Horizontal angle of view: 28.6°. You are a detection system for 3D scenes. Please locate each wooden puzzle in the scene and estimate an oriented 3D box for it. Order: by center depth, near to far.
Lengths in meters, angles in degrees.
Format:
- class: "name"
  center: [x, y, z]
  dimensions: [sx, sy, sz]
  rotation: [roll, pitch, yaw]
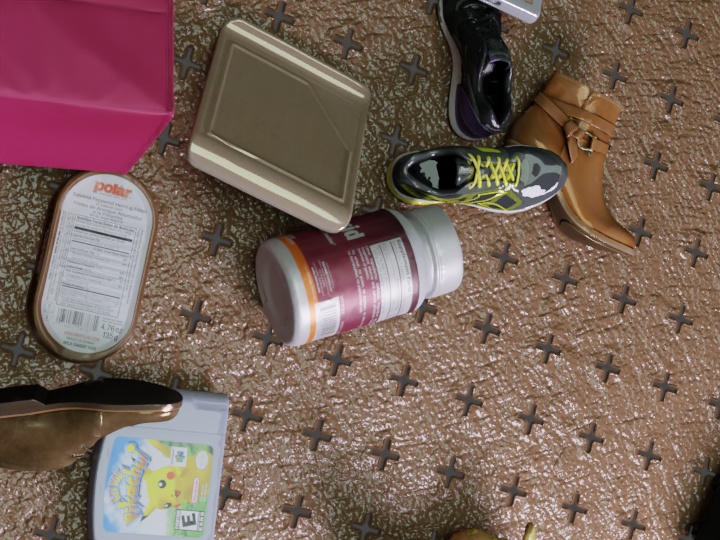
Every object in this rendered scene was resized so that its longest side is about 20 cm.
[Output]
- class: "wooden puzzle"
  center: [-0.082, -0.150, 1.471]
  dimensions: [0.184, 0.037, 0.201]
  rotation: [26, 51, -19]

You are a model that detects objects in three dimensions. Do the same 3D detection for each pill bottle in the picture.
- class: "pill bottle"
  center: [0.000, 0.000, 1.486]
  dimensions: [0.199, 0.114, 0.115]
  rotation: [-16, 94, -22]

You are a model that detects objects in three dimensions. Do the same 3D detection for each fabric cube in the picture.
- class: "fabric cube"
  center: [-0.292, -0.216, 1.316]
  dimensions: [0.198, 0.196, 0.202]
  rotation: [3, 75, -21]

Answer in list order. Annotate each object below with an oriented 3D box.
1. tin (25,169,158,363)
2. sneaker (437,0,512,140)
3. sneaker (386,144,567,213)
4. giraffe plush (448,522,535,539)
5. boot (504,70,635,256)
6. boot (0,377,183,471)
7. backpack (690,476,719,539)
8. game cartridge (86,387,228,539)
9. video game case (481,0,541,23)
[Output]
- class: "tin"
  center: [-0.267, -0.006, 1.421]
  dimensions: [0.111, 0.042, 0.202]
  rotation: [14, 83, -25]
- class: "sneaker"
  center: [0.140, -0.249, 1.565]
  dimensions: [0.075, 0.087, 0.202]
  rotation: [-6, 90, -22]
- class: "sneaker"
  center: [0.128, -0.099, 1.531]
  dimensions: [0.198, 0.085, 0.075]
  rotation: [-4, 90, -1]
- class: "giraffe plush"
  center: [0.126, 0.343, 1.516]
  dimensions: [0.200, 0.172, 0.162]
  rotation: [46, 51, -3]
- class: "boot"
  center: [0.261, -0.119, 1.612]
  dimensions: [0.199, 0.074, 0.155]
  rotation: [32, 82, -14]
- class: "boot"
  center: [-0.270, 0.151, 1.384]
  dimensions: [0.198, 0.074, 0.076]
  rotation: [-4, 101, 0]
- class: "backpack"
  center: [0.511, 0.337, 1.678]
  dimensions: [0.200, 0.153, 0.164]
  rotation: [45, 66, -28]
- class: "game cartridge"
  center: [-0.209, 0.219, 1.437]
  dimensions: [0.132, 0.040, 0.202]
  rotation: [7, 85, -18]
- class: "video game case"
  center: [0.131, -0.394, 1.572]
  dimensions: [0.181, 0.023, 0.201]
  rotation: [20, 63, -20]
